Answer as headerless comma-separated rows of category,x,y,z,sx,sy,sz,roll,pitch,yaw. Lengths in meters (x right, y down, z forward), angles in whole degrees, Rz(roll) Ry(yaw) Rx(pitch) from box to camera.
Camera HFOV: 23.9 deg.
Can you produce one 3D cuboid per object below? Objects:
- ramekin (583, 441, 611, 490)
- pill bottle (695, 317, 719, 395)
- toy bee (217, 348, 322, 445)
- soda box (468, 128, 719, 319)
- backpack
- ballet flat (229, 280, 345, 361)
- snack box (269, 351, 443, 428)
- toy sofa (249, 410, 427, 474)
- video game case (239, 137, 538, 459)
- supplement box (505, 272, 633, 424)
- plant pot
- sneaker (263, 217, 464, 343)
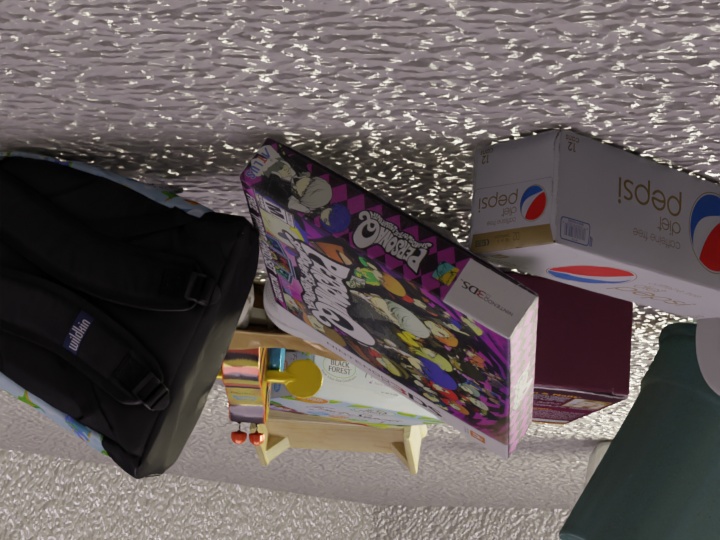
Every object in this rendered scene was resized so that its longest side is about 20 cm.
ramekin,0.396,0.292,2.291,0.198,0.106,0.200,5,169,1
pill bottle,0.324,0.052,1.106,0.198,0.121,0.119,11,167,-27
toy bee,-0.095,0.104,1.568,0.130,0.110,0.200,-2,167,23
soda box,0.154,-0.022,0.957,0.199,0.064,0.068,15,165,-39
backpack,-0.171,0.012,1.015,0.198,0.165,0.154,22,177,8
ballet flat,-0.078,0.027,1.341,0.198,0.069,0.063,6,141,-20
snack box,-0.012,0.126,1.773,0.199,0.054,0.142,13,165,-35
toy sofa,-0.024,0.170,1.973,0.198,0.098,0.083,3,144,11
video game case,0.021,0.022,1.001,0.180,0.036,0.200,31,161,17
supplement box,0.135,0.065,1.329,0.109,0.087,0.200,6,169,-6
plant pot,0.274,0.183,1.377,0.199,0.197,0.200,35,166,10
sneaker,0.000,0.000,1.149,0.198,0.074,0.116,1,155,31
